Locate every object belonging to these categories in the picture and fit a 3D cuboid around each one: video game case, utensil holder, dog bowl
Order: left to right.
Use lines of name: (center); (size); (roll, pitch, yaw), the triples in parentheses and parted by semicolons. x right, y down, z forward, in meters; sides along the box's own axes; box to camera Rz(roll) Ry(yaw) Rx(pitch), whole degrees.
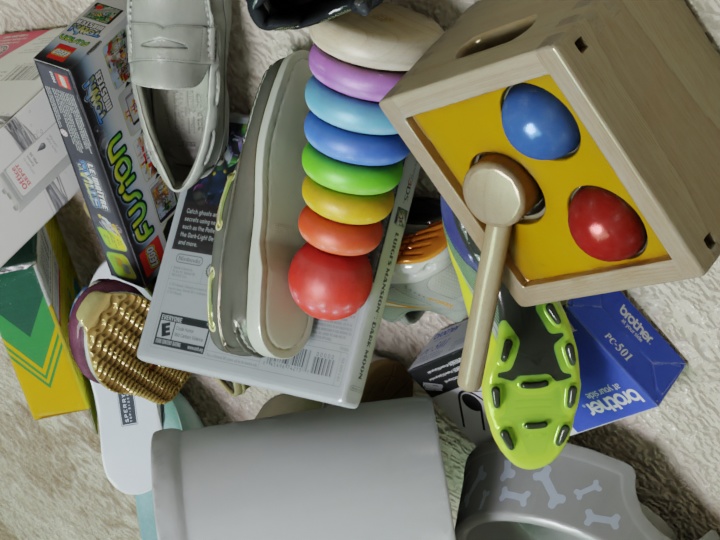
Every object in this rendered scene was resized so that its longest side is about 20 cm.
video game case: (-0.056, -0.012, 1.441); (0.199, 0.183, 0.023); (9, 172, 42)
utensil holder: (-0.035, 0.182, 1.495); (0.198, 0.171, 0.171); (-8, 136, 0)
dog bowl: (0.156, 0.198, 1.512); (0.199, 0.059, 0.201); (21, 152, 12)

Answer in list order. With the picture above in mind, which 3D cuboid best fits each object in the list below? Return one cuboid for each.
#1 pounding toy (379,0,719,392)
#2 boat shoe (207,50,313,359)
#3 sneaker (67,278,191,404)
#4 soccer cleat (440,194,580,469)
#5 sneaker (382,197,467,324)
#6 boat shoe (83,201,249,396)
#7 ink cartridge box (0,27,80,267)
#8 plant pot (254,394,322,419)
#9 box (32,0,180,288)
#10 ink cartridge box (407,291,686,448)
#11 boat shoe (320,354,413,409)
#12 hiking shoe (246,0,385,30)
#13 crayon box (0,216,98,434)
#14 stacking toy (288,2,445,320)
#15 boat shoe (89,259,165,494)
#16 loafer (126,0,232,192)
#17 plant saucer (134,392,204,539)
pounding toy: (0.109, -0.051, 1.226); (0.199, 0.142, 0.185); (-12, 119, 52)
boat shoe: (-0.062, -0.044, 1.392); (0.060, 0.204, 0.072); (-1, 168, 41)
sneaker: (-0.186, 0.042, 1.564); (0.090, 0.075, 0.200); (33, 173, 19)
soccer cleat: (0.095, 0.025, 1.357); (0.084, 0.064, 0.202); (-138, 35, -83)
sneaker: (0.000, 0.000, 1.478); (0.199, 0.076, 0.092); (10, 143, 44)
boat shoe: (-0.145, 0.008, 1.650); (0.201, 0.063, 0.073); (47, 148, -8)
ink cartridge box: (-0.266, -0.086, 1.539); (0.146, 0.200, 0.083); (2, 131, 46)
plant pot: (-0.066, 0.235, 1.706); (0.186, 0.200, 0.188); (29, 146, 21)
box: (-0.155, -0.098, 1.490); (0.035, 0.110, 0.201); (19, 141, 32)
ink cartridge box: (0.122, 0.066, 1.446); (0.094, 0.044, 0.200); (47, 148, -11)
boat shoe: (-0.012, 0.157, 1.620); (0.069, 0.070, 0.202); (25, 105, 49)
hiking shoe: (-0.051, -0.190, 1.273); (0.199, 0.101, 0.076); (7, 131, 41)
crayon box: (-0.261, 0.029, 1.744); (0.050, 0.127, 0.201); (-11, 132, 2)
stacking toy: (-0.003, -0.061, 1.321); (0.085, 0.085, 0.202); (23, 116, 28)
boat shoe: (-0.190, 0.080, 1.753); (0.068, 0.071, 0.202); (-117, 21, -74)
loafer: (-0.120, -0.145, 1.410); (0.069, 0.070, 0.201); (1, 127, 11)
plant saucer: (-0.154, 0.185, 1.827); (0.201, 0.038, 0.203); (175, 90, -69)
